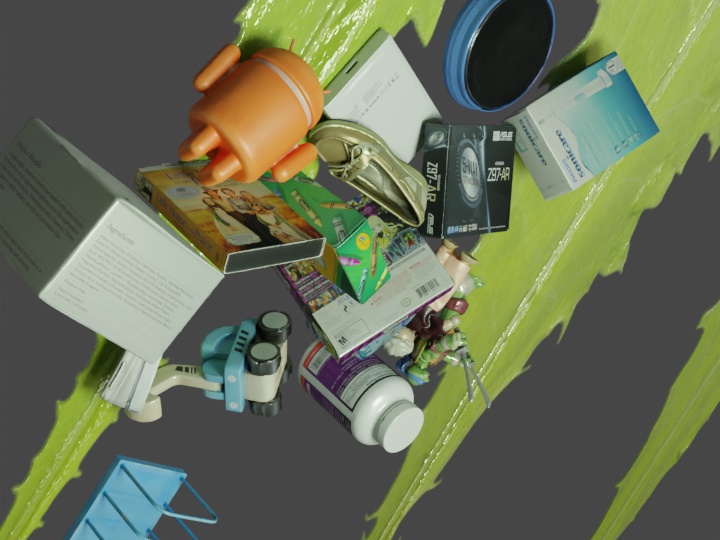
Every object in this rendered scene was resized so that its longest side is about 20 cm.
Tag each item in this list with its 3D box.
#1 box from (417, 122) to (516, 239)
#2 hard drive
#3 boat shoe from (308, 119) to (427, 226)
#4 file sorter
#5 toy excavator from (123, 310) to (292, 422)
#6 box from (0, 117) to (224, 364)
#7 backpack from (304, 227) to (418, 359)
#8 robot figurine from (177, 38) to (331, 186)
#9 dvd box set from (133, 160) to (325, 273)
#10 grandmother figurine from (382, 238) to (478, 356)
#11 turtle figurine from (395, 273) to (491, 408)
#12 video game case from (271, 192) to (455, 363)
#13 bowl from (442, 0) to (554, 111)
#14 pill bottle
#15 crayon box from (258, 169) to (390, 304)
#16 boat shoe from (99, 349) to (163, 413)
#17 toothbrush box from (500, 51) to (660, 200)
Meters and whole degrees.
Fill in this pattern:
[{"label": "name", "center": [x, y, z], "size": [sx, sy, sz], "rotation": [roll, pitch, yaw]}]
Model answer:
[{"label": "box", "center": [0.158, -0.133, 1.724], "size": [0.199, 0.043, 0.162], "rotation": [-7, 104, -54]}, {"label": "hard drive", "center": [0.030, -0.217, 1.608], "size": [0.132, 0.027, 0.200], "rotation": [-48, 142, -5]}, {"label": "boat shoe", "center": [0.013, -0.130, 1.578], "size": [0.073, 0.064, 0.200], "rotation": [-30, 131, 33]}, {"label": "file sorter", "center": [-0.314, 0.384, 1.645], "size": [0.138, 0.122, 0.201], "rotation": [26, 98, -52]}, {"label": "toy excavator", "center": [-0.203, 0.139, 1.597], "size": [0.195, 0.198, 0.101], "rotation": [-74, 168, -52]}, {"label": "box", "center": [-0.290, -0.031, 1.280], "size": [0.131, 0.199, 0.200], "rotation": [-50, 142, -1]}, {"label": "backpack", "center": [0.010, 0.032, 1.707], "size": [0.199, 0.154, 0.164], "rotation": [-27, 143, -12]}, {"label": "robot figurine", "center": [-0.123, -0.183, 1.397], "size": [0.200, 0.143, 0.117], "rotation": [-45, 156, -20]}, {"label": "dvd box set", "center": [-0.155, -0.069, 1.389], "size": [0.145, 0.200, 0.030], "rotation": [-10, 128, -41]}, {"label": "grandmother figurine", "center": [0.102, 0.051, 1.824], "size": [0.201, 0.121, 0.060], "rotation": [-54, 156, 10]}, {"label": "turtle figurine", "center": [0.167, 0.109, 1.883], "size": [0.143, 0.199, 0.196], "rotation": [24, 85, -48]}, {"label": "video game case", "center": [0.000, 0.000, 1.617], "size": [0.199, 0.182, 0.036], "rotation": [-32, 168, -18]}, {"label": "bowl", "center": [0.203, -0.321, 1.695], "size": [0.200, 0.039, 0.202], "rotation": [-27, 136, -29]}, {"label": "pill bottle", "center": [0.001, 0.180, 1.747], "size": [0.112, 0.200, 0.113], "rotation": [-26, 136, -29]}, {"label": "crayon box", "center": [-0.057, -0.056, 1.502], "size": [0.058, 0.200, 0.119], "rotation": [-42, 141, -14]}, {"label": "boat shoe", "center": [-0.275, 0.077, 1.487], "size": [0.065, 0.074, 0.202], "rotation": [19, 85, -9]}, {"label": "toothbrush box", "center": [0.339, -0.222, 1.817], "size": [0.199, 0.085, 0.147], "rotation": [-34, 95, -24]}]
